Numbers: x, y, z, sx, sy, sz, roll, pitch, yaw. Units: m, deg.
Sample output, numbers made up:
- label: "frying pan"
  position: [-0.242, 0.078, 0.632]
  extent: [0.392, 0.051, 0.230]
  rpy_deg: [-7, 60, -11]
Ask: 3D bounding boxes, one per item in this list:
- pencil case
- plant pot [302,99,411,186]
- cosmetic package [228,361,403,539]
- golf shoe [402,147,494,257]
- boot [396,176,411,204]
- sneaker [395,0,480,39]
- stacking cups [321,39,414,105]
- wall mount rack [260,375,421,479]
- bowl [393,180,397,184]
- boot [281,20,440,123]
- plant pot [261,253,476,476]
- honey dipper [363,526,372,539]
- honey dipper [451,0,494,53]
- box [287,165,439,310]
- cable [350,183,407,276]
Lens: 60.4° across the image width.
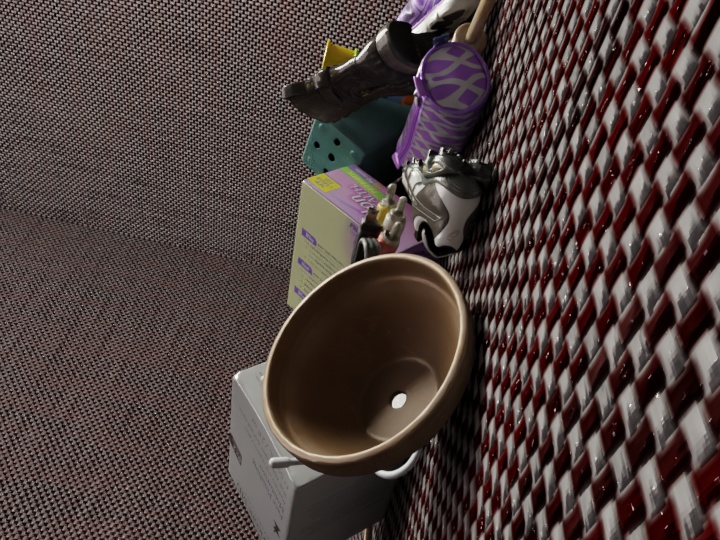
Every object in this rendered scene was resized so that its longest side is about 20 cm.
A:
- label: "pencil case"
  position: [0.088, -0.172, 0.708]
  extent: [0.086, 0.084, 0.200]
  rpy_deg: [63, 172, 12]
- label: "plant pot"
  position: [0.014, -0.207, 0.914]
  extent: [0.200, 0.140, 0.142]
  rpy_deg: [-44, -11, -40]
- label: "cosmetic package"
  position: [-0.058, 0.224, 0.766]
  extent: [0.165, 0.161, 0.204]
  rpy_deg: [49, 141, 36]
- label: "golf shoe"
  position: [0.075, -0.064, 0.629]
  extent: [0.200, 0.075, 0.098]
  rpy_deg: [-91, 12, -87]
- label: "boot"
  position: [0.045, -0.040, 0.969]
  extent: [0.200, 0.075, 0.172]
  rpy_deg: [-49, -22, -52]
- label: "sneaker"
  position: [0.085, -0.327, 0.781]
  extent: [0.198, 0.079, 0.086]
  rpy_deg: [-10, 90, 61]
- label: "stacking cups"
  position: [0.041, -0.249, 0.835]
  extent: [0.060, 0.194, 0.062]
  rpy_deg: [-165, 91, -82]
- label: "wall mount rack"
  position: [-0.015, 0.133, 0.661]
  extent: [0.075, 0.171, 0.202]
  rpy_deg: [51, -169, -34]
- label: "bowl"
  position: [-0.025, -0.057, 1.007]
  extent: [0.200, 0.073, 0.204]
  rpy_deg: [-44, -24, -43]
- label: "boot"
  position: [0.019, -0.230, 0.768]
  extent: [0.197, 0.171, 0.071]
  rpy_deg: [5, -108, -50]
- label: "plant pot"
  position: [0.018, 0.092, 0.545]
  extent: [0.093, 0.196, 0.205]
  rpy_deg: [52, -145, -40]
- label: "honey dipper"
  position: [0.017, 0.315, 0.874]
  extent: [0.038, 0.037, 0.205]
  rpy_deg: [105, 171, -62]
- label: "honey dipper"
  position: [0.123, -0.262, 0.627]
  extent: [0.200, 0.037, 0.039]
  rpy_deg: [106, 175, -82]
- label: "box"
  position: [0.000, 0.000, 0.811]
  extent: [0.095, 0.175, 0.204]
  rpy_deg: [-23, -42, -38]
- label: "cable"
  position: [0.010, 0.012, 0.670]
  extent: [0.099, 0.049, 0.204]
  rpy_deg: [-89, 10, -51]
